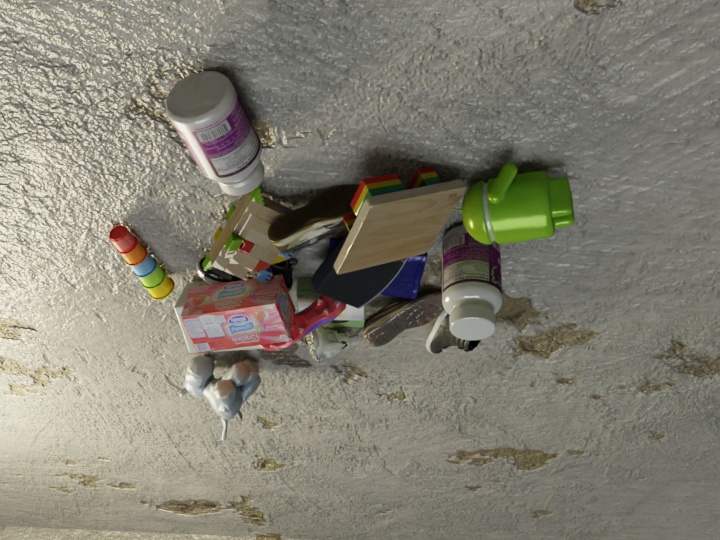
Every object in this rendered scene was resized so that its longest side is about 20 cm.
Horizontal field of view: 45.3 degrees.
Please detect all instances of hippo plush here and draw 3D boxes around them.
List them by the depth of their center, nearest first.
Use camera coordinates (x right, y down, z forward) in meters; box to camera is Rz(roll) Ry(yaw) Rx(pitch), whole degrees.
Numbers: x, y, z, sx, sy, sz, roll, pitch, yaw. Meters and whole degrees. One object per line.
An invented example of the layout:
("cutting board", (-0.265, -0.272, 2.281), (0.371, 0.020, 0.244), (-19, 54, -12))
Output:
("hippo plush", (-0.355, 0.280, 2.168), (0.160, 0.159, 0.201), (27, 136, 19))

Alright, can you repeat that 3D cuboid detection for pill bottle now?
("pill bottle", (-0.225, -0.214, 1.390), (0.112, 0.113, 0.200), (-5, 146, 13))
("pill bottle", (0.208, 0.023, 1.614), (0.112, 0.201, 0.112), (2, 147, 2))

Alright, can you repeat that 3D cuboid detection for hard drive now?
("hard drive", (0.000, 0.000, 1.683), (0.134, 0.042, 0.200), (22, 137, -21))

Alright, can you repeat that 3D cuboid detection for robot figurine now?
("robot figurine", (0.267, -0.107, 1.500), (0.199, 0.116, 0.175), (-8, 157, 17))

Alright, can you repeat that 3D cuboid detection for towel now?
("towel", (0.029, -0.009, 1.742), (0.199, 0.050, 0.148), (7, 140, -4))

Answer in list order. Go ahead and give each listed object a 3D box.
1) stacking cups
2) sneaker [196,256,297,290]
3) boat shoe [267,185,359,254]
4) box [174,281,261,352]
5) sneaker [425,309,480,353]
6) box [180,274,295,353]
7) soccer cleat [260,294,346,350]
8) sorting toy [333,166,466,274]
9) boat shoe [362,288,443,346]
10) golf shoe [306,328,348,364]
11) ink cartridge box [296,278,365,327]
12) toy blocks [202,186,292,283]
("stacking cups", (-0.453, -0.018, 1.765), (0.060, 0.061, 0.200), (-8, 142, 17))
("sneaker", (-0.225, -0.016, 1.733), (0.199, 0.076, 0.114), (11, 141, -13))
("boat shoe", (-0.070, -0.092, 1.571), (0.199, 0.073, 0.065), (-22, 144, 5))
("box", (-0.276, 0.094, 1.841), (0.199, 0.098, 0.125), (-4, 122, 12))
("sneaker", (0.209, 0.155, 1.911), (0.099, 0.071, 0.200), (40, 151, 16))
("box", (-0.241, 0.085, 1.709), (0.199, 0.095, 0.103), (-9, 127, 12))
("soccer cleat", (-0.116, 0.110, 1.782), (0.200, 0.067, 0.077), (-33, 155, -1))
("sorting toy", (0.056, -0.095, 1.527), (0.199, 0.070, 0.199), (-14, 151, -30))
("boat shoe", (0.088, 0.087, 1.858), (0.199, 0.073, 0.075), (-27, 132, 7))
("golf shoe", (-0.077, 0.153, 1.965), (0.097, 0.079, 0.200), (-18, 166, -2))
("ink cartridge box", (-0.061, 0.090, 1.898), (0.145, 0.048, 0.200), (1, 144, 2))
("toy blocks", (-0.187, -0.055, 1.619), (0.136, 0.100, 0.200), (24, 110, -28))
